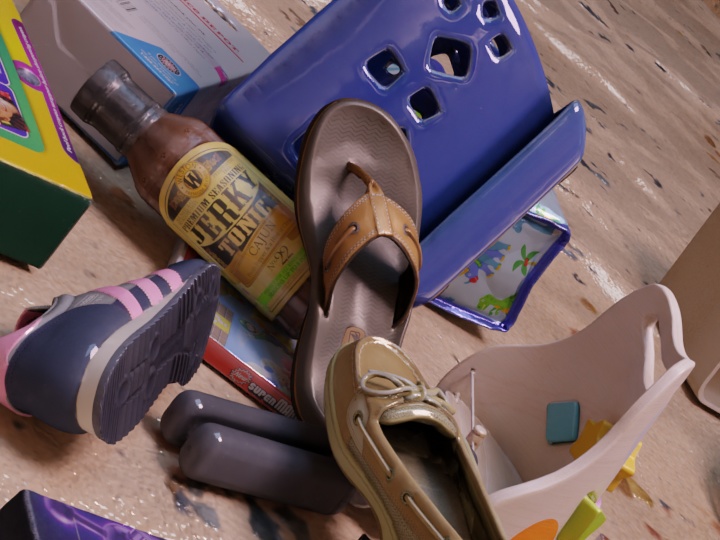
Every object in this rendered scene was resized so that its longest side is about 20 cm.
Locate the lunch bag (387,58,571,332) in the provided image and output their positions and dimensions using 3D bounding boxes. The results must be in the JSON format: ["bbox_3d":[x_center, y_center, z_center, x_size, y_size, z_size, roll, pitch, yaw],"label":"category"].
[{"bbox_3d":[0.044,-0.073,1.465,0.198,0.128,0.171,21,28,-17],"label":"lunch bag"}]

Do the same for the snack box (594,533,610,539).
[{"bbox_3d":[0.172,0.240,1.197,0.072,0.024,0.200,39,20,-13],"label":"snack box"}]

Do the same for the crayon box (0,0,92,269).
[{"bbox_3d":[-0.251,-0.109,1.061,0.172,0.058,0.201,23,27,-40],"label":"crayon box"}]

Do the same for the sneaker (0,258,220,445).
[{"bbox_3d":[-0.129,0.029,0.999,0.081,0.071,0.200,13,12,10],"label":"sneaker"}]

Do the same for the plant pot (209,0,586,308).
[{"bbox_3d":[0.027,-0.087,1.270,0.180,0.200,0.200,49,-9,-1],"label":"plant pot"}]

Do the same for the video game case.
[{"bbox_3d":[-0.037,0.054,1.193,0.199,0.017,0.143,38,21,-12],"label":"video game case"}]

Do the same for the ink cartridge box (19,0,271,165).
[{"bbox_3d":[-0.145,-0.146,1.319,0.115,0.068,0.200,44,21,5],"label":"ink cartridge box"}]

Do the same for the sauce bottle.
[{"bbox_3d":[-0.091,-0.045,1.175,0.200,0.065,0.065,41,20,1],"label":"sauce bottle"}]

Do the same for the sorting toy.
[{"bbox_3d":[0.133,0.095,1.190,0.106,0.180,0.200,37,21,-13],"label":"sorting toy"}]

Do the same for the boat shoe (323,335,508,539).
[{"bbox_3d":[0.034,0.102,1.004,0.073,0.063,0.202,15,37,-26],"label":"boat shoe"}]

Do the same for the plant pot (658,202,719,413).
[{"bbox_3d":[0.391,0.035,1.806,0.199,0.201,0.177,29,12,-32],"label":"plant pot"}]

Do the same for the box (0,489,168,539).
[{"bbox_3d":[-0.066,0.193,0.731,0.199,0.104,0.149,26,26,-38],"label":"box"}]

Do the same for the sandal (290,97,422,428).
[{"bbox_3d":[0.000,0.000,1.123,0.081,0.202,0.054,12,-11,-22],"label":"sandal"}]

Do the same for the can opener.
[{"bbox_3d":[-0.016,0.096,1.067,0.199,0.067,0.053,21,24,-43],"label":"can opener"}]

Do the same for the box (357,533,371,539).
[{"bbox_3d":[0.053,0.239,0.947,0.200,0.044,0.160,40,20,-8],"label":"box"}]
